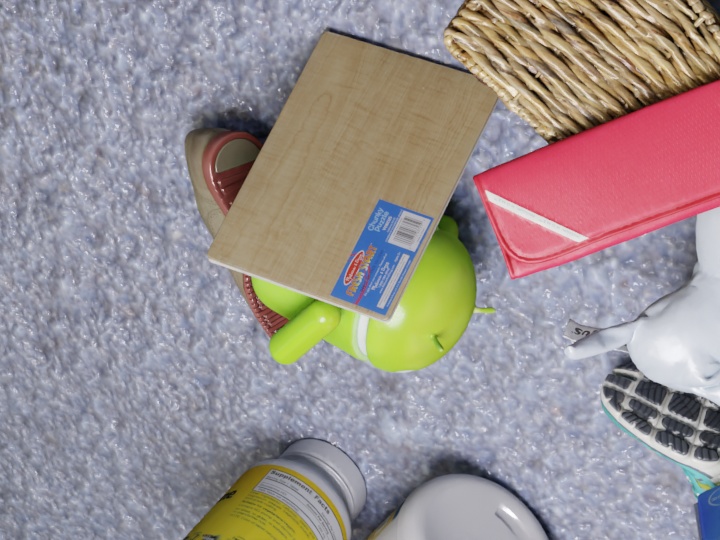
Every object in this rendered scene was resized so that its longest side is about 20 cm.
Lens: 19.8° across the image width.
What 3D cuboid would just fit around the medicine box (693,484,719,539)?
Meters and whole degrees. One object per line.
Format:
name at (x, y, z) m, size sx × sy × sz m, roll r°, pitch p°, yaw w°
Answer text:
medicine box at (0.339, 0.190, 1.386) m, size 0.199 × 0.182 × 0.103 m, roll -27°, pitch 104°, yaw 14°

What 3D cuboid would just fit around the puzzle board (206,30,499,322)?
puzzle board at (-0.003, -0.069, 1.493) m, size 0.150 × 0.201 × 0.017 m, roll 19°, pitch 161°, yaw 22°

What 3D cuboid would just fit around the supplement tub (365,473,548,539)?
supplement tub at (0.055, 0.274, 1.707) m, size 0.145 × 0.145 × 0.200 m, roll 42°, pitch 134°, yaw 2°

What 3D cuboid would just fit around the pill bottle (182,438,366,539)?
pill bottle at (-0.078, 0.231, 1.729) m, size 0.112 × 0.200 × 0.113 m, roll 17°, pitch 127°, yaw 24°

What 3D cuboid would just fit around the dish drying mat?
dish drying mat at (0.177, -0.062, 1.326) m, size 0.199 × 0.018 × 0.077 m, roll -21°, pitch 94°, yaw 10°

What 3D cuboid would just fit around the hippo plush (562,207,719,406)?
hippo plush at (0.260, 0.008, 1.418) m, size 0.199 × 0.159 × 0.162 m, roll 22°, pitch 100°, yaw 1°

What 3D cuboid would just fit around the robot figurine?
robot figurine at (0.000, 0.000, 1.538) m, size 0.199 × 0.175 × 0.116 m, roll 28°, pitch 128°, yaw 24°

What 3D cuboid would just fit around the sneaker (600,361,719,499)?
sneaker at (0.260, 0.143, 1.531) m, size 0.200 × 0.078 × 0.080 m, roll 34°, pitch 142°, yaw 10°

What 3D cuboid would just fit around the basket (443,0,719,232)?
basket at (0.171, -0.144, 1.401) m, size 0.200 × 0.149 × 0.143 m, roll 43°, pitch 101°, yaw 1°

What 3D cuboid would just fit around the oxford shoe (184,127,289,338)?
oxford shoe at (-0.086, -0.030, 1.664) m, size 0.075 × 0.070 × 0.201 m, roll 25°, pitch 138°, yaw 54°
